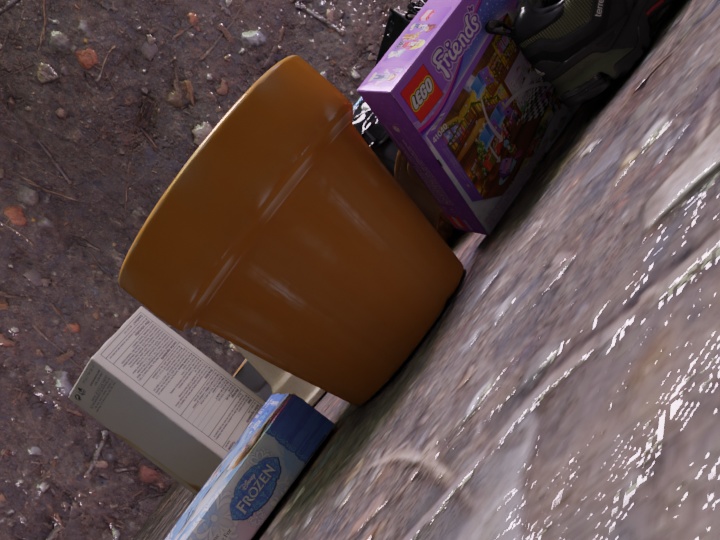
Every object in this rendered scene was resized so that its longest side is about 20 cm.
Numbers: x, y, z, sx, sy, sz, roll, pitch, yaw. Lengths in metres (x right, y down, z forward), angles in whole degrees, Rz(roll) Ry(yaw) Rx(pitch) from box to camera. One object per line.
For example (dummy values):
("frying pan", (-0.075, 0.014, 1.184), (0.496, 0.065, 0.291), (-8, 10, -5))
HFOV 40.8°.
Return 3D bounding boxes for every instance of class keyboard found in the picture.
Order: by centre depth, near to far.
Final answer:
("keyboard", (0.065, -0.201, 0.924), (0.200, 0.039, 0.105), (-120, 43, -58))

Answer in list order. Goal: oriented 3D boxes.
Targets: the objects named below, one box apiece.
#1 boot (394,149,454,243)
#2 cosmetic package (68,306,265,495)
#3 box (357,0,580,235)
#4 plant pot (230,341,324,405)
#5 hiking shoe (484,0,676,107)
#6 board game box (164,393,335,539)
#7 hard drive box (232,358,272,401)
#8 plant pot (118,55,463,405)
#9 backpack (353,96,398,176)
("boot", (0.073, -0.085, 0.839), (0.201, 0.073, 0.155), (-58, -5, 24))
("cosmetic package", (-0.183, 0.142, 0.986), (0.071, 0.199, 0.105), (-50, 2, 35))
("box", (0.100, -0.147, 0.678), (0.039, 0.137, 0.201), (15, 62, 50))
("plant pot", (-0.081, 0.021, 1.005), (0.201, 0.183, 0.200), (-52, 3, 3))
("hiking shoe", (0.170, -0.212, 0.633), (0.201, 0.100, 0.076), (-54, 10, -6))
("board game box", (-0.107, 0.189, 0.769), (0.200, 0.043, 0.200), (-54, 3, -12))
("hard drive box", (-0.077, 0.082, 1.282), (0.156, 0.077, 0.200), (-50, 3, 29))
("plant pot", (-0.035, -0.011, 0.675), (0.201, 0.183, 0.200), (-51, 2, 3))
("backpack", (0.088, -0.185, 1.050), (0.202, 0.161, 0.154), (-65, -18, -2))
